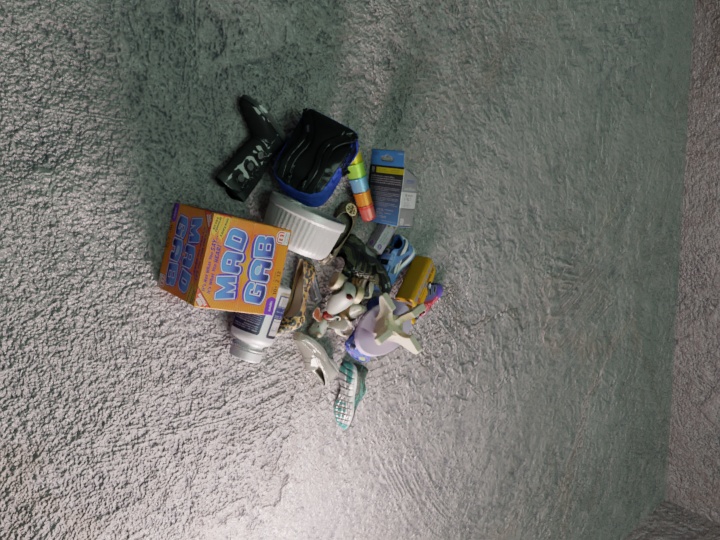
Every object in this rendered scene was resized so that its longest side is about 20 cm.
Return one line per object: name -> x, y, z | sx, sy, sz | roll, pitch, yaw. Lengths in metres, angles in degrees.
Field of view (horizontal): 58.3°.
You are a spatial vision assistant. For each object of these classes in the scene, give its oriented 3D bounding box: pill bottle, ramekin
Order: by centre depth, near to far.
ramekin -> -0.146, -0.106, 1.583 | 0.200, 0.200, 0.105 | 19, 99, -41
pill bottle -> -0.255, 0.121, 1.600 | 0.111, 0.111, 0.201 | 21, 87, -41

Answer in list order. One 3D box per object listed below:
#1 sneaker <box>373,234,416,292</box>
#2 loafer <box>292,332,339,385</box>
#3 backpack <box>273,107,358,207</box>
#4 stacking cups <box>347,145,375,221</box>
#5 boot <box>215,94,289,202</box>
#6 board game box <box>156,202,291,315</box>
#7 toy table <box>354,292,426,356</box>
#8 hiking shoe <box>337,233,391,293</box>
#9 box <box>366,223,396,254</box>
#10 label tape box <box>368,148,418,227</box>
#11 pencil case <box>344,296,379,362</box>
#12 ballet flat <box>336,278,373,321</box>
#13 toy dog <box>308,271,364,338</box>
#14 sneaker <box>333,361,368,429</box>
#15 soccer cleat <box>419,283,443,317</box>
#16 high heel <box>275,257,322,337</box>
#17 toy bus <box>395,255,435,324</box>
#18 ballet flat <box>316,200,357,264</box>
sneaker -> 0.080, -0.020, 1.868 | 0.200, 0.074, 0.082 | -53, 130, -27
loafer -> -0.127, 0.243, 1.764 | 0.070, 0.070, 0.200 | -56, 130, -25
backpack -> -0.107, -0.256, 1.583 | 0.200, 0.162, 0.168 | -60, 168, -15
stacking cups -> -0.004, -0.233, 1.744 | 0.060, 0.060, 0.201 | -29, 115, -31
boot -> -0.277, -0.285, 1.517 | 0.200, 0.066, 0.165 | -52, 126, -11
board game box -> -0.309, -0.027, 1.459 | 0.199, 0.200, 0.201 | 11, 94, -40
toy table -> 0.086, 0.149, 1.757 | 0.184, 0.117, 0.200 | 48, 60, -11
hiking shoe -> 0.000, 0.000, 1.761 | 0.101, 0.200, 0.076 | -37, 165, -15
box -> 0.086, -0.142, 1.861 | 0.041, 0.039, 0.200 | 40, 75, -37
label tape box -> 0.087, -0.227, 1.770 | 0.063, 0.144, 0.201 | -1, 102, -39
pencil case -> 0.025, 0.163, 1.837 | 0.200, 0.087, 0.078 | -59, 174, -31
ballet flat -> -0.005, 0.074, 1.816 | 0.068, 0.072, 0.201 | 29, 82, -57
toy dog -> -0.063, 0.108, 1.726 | 0.131, 0.096, 0.201 | 9, 109, -14
sneaker -> -0.018, 0.365, 1.884 | 0.091, 0.077, 0.201 | 3, 101, -44
soccer cleat -> 0.195, 0.105, 1.990 | 0.200, 0.073, 0.068 | -29, 118, -31
high heel -> -0.179, 0.067, 1.669 | 0.200, 0.071, 0.143 | -48, 134, -40
toy bus -> 0.159, 0.059, 1.919 | 0.200, 0.065, 0.078 | -63, 146, -29
ballet flat -> -0.058, -0.103, 1.732 | 0.067, 0.046, 0.200 | 35, 70, -17
